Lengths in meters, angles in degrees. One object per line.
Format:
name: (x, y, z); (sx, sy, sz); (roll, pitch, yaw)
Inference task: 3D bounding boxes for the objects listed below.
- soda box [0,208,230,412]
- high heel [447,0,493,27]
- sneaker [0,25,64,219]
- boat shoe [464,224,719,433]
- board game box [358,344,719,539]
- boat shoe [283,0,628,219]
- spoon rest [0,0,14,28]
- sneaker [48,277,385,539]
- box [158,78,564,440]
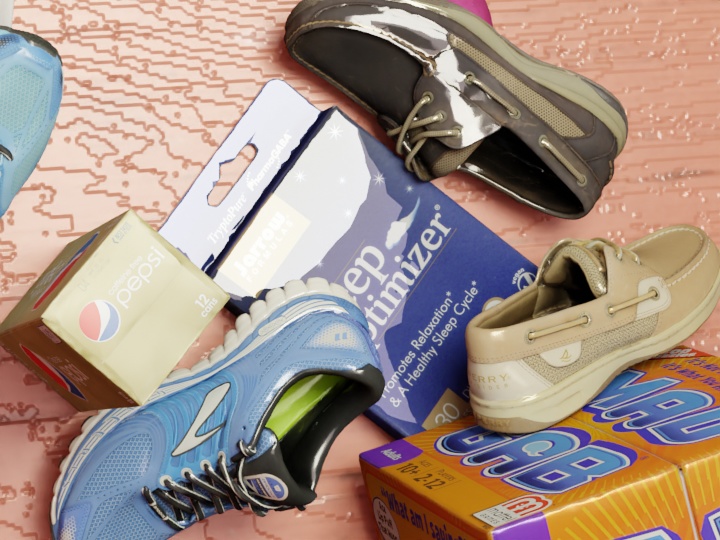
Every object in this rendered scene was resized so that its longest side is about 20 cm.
soda box: (-0.125, 0.023, 1.209); (0.064, 0.200, 0.068); (41, 78, -9)
high heel: (0.003, -0.185, 1.304); (0.067, 0.096, 0.200); (-42, 101, -5)
sneaker: (-0.201, -0.025, 1.222); (0.078, 0.090, 0.200); (26, 100, -31)
boat shoe: (0.127, 0.015, 1.312); (0.200, 0.071, 0.065); (-35, 119, -43)
board game box: (0.141, 0.173, 1.260); (0.199, 0.200, 0.201); (-17, 102, -15)
boat shoe: (0.051, -0.088, 1.318); (0.199, 0.075, 0.074); (21, 56, -13)
spoon rest: (-0.209, -0.135, 1.267); (0.099, 0.061, 0.201); (29, 79, -12)
sneaker: (-0.072, 0.091, 1.256); (0.200, 0.089, 0.079); (-40, 133, 3)
box: (0.000, 0.000, 1.333); (0.200, 0.032, 0.121); (37, 79, -10)
